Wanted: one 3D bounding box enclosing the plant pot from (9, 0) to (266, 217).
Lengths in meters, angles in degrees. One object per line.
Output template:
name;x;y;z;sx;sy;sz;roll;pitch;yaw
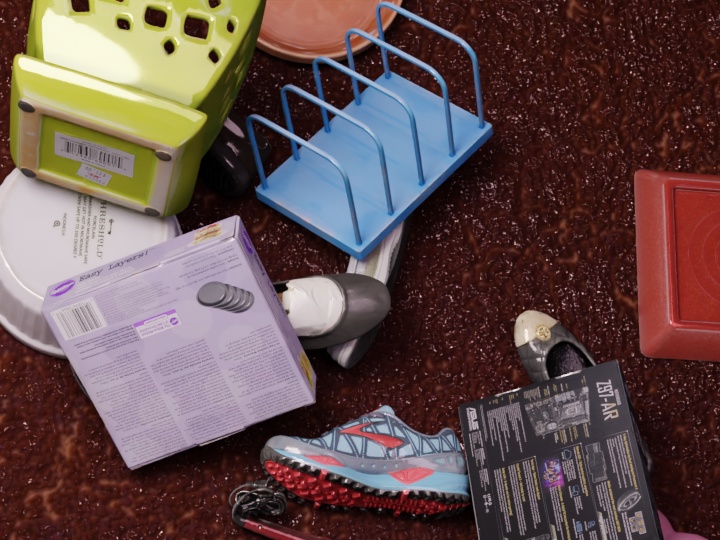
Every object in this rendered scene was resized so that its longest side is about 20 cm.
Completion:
plant pot;-0.207;-0.171;1.577;0.199;0.199;0.182;18;64;-4

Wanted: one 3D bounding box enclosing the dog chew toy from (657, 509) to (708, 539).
dog chew toy;0.251;0.269;1.639;0.200;0.125;0.124;40;69;20

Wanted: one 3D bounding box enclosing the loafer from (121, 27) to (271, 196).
loafer;-0.163;-0.162;1.744;0.071;0.073;0.200;-38;86;-29

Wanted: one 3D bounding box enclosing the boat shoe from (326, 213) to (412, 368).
boat shoe;0.000;-0.001;1.713;0.064;0.075;0.203;14;67;8

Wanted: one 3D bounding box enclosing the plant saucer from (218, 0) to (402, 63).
plant saucer;-0.053;-0.302;1.823;0.199;0.032;0.202;3;71;-8

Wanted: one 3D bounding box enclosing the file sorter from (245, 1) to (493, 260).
file sorter;0.008;-0.140;1.697;0.138;0.123;0.200;31;61;30

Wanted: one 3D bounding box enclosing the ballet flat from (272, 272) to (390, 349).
ballet flat;-0.072;0.040;1.641;0.199;0.068;0.068;-10;77;20

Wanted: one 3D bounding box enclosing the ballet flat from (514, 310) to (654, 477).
ballet flat;0.219;0.118;1.714;0.066;0.057;0.200;-33;80;-19

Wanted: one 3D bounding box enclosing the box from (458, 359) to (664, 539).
box;0.181;0.192;1.621;0.159;0.044;0.201;-18;49;11

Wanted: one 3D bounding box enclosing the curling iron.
curling iron;-0.029;0.249;1.638;0.199;0.050;0.026;28;24;-6

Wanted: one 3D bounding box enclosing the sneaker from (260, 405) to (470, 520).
sneaker;0.004;0.172;1.661;0.199;0.079;0.096;11;57;-13

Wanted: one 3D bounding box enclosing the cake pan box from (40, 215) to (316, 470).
cake pan box;-0.162;0.068;1.585;0.199;0.052;0.185;-21;115;10

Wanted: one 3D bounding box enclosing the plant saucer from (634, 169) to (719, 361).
plant saucer;0.378;-0.008;1.795;0.199;0.037;0.201;4;71;-9

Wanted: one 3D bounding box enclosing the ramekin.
ramekin;-0.260;-0.025;1.661;0.201;0.094;0.204;3;71;-8
